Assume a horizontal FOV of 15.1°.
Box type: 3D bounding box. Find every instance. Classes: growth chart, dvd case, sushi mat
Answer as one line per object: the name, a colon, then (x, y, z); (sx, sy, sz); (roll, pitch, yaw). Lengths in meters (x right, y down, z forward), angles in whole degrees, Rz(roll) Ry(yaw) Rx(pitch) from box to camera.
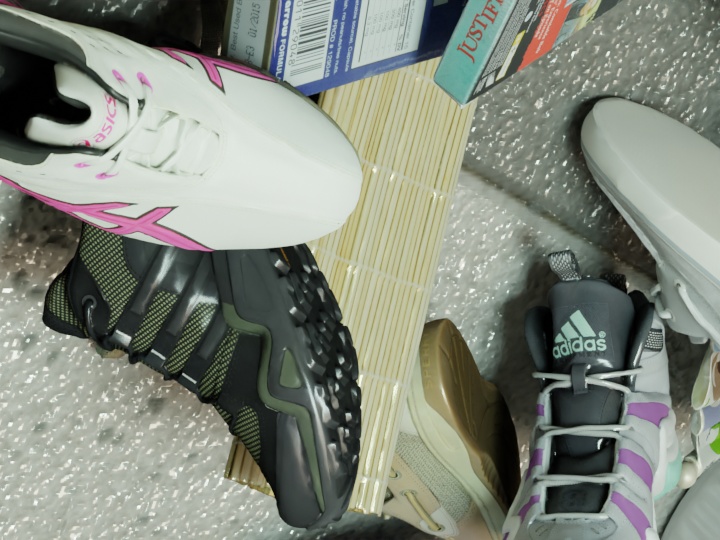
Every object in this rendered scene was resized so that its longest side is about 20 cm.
growth chart: (0.199, 0.014, 1.340); (0.145, 0.018, 0.201); (-34, 144, -54)
dvd case: (0.112, -0.158, 1.091); (0.200, 0.022, 0.146); (-35, 157, -46)
sushi mat: (0.000, 0.000, 1.129); (0.095, 0.012, 0.201); (17, 86, -50)

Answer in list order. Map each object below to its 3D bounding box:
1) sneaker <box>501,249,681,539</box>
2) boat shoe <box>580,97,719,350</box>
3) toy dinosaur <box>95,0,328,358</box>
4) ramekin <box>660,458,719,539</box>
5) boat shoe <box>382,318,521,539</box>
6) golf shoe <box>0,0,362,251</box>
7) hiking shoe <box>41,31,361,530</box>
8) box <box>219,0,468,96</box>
sneaker: (0.099, 0.061, 1.238); (0.077, 0.200, 0.141); (-3, 110, 12)
boat shoe: (0.167, 0.007, 1.232); (0.069, 0.200, 0.072); (-53, 172, 35)
toy dinosaur: (-0.054, -0.044, 1.105); (0.088, 0.047, 0.201); (-1, 118, -32)
ramekin: (0.250, 0.166, 1.469); (0.199, 0.105, 0.201); (-21, 133, -25)
boat shoe: (0.033, 0.085, 1.265); (0.065, 0.073, 0.200); (-10, 151, 12)
golf shoe: (-0.089, -0.047, 0.954); (0.199, 0.092, 0.073); (17, 100, -18)
hiking shoe: (-0.068, 0.014, 1.060); (0.100, 0.201, 0.076); (-21, -176, 14)
box: (0.025, -0.142, 1.072); (0.199, 0.032, 0.122); (-19, 126, -47)
